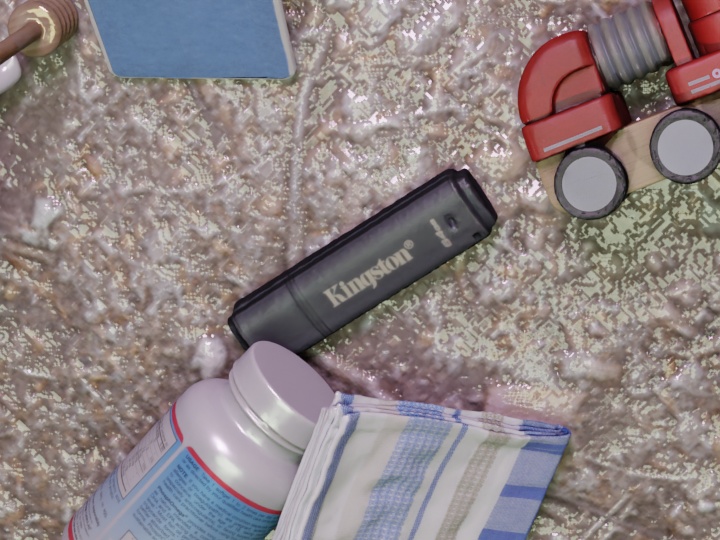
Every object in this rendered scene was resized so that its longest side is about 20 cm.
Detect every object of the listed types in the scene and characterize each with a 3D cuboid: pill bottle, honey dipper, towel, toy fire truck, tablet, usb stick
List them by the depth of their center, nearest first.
[{"bbox_3d":[0.172,-0.149,1.335,0.175,0.129,0.201,-20,92,14],"label":"toy fire truck"},{"bbox_3d":[-0.223,-0.142,1.343,0.038,0.200,0.038,2,107,8],"label":"honey dipper"},{"bbox_3d":[-0.116,-0.181,1.345,0.129,0.014,0.200,1,150,7],"label":"tablet"},{"bbox_3d":[0.040,0.156,1.438,0.199,0.024,0.148,9,114,-31],"label":"towel"},{"bbox_3d":[0.000,0.000,1.444,0.199,0.033,0.056,-32,100,16],"label":"usb stick"},{"bbox_3d":[-0.105,0.146,1.446,0.109,0.109,0.200,41,108,-6],"label":"pill bottle"}]

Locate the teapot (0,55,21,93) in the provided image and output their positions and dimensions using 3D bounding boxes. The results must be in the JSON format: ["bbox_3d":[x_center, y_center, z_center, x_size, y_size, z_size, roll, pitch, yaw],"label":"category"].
[{"bbox_3d":[-0.327,-0.041,1.426,0.199,0.146,0.199,-11,80,33],"label":"teapot"}]
